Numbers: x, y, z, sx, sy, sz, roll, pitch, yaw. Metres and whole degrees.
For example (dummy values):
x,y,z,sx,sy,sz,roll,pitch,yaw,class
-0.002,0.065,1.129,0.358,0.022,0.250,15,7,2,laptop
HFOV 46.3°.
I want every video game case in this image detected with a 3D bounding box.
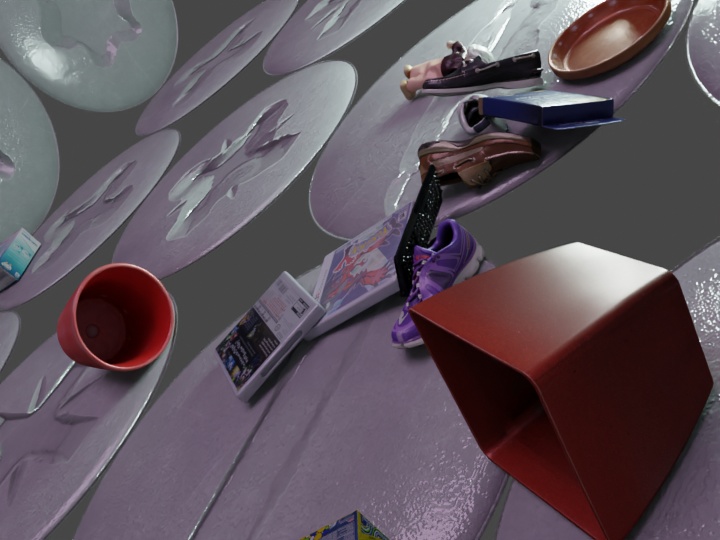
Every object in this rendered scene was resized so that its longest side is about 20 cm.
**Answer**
x,y,z,sx,sy,sz,roll,pitch,yaw,class
0.000,0.000,1.271,0.200,0.023,0.182,-31,29,34,video game case
-0.147,0.098,1.320,0.182,0.023,0.200,-48,25,-2,video game case

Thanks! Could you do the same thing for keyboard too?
x,y,z,sx,sy,sz,roll,pitch,yaw,class
0.096,-0.050,1.179,0.040,0.104,0.200,6,49,20,keyboard

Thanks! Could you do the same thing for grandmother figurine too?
x,y,z,sx,sy,sz,roll,pitch,yaw,class
0.168,-0.387,1.607,0.200,0.061,0.122,-4,73,46,grandmother figurine

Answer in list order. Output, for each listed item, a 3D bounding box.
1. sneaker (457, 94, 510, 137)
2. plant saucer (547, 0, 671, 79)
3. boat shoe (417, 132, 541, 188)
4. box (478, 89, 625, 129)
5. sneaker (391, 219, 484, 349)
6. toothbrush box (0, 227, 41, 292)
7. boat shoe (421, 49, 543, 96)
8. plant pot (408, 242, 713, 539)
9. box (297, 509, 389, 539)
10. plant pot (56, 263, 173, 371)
x,y,z,sx,sy,sz,roll,pitch,yaw,class
0.194,-0.256,1.364,0.073,0.071,0.200,-37,28,9,sneaker
0.390,-0.367,1.318,0.200,0.032,0.200,-31,30,20,plant saucer
0.175,-0.158,1.264,0.200,0.076,0.074,-2,78,39,boat shoe
0.273,-0.233,1.210,0.121,0.032,0.200,-11,21,-21,box
0.086,0.016,1.102,0.081,0.083,0.200,-8,43,46,sneaker
-1.142,-0.024,2.713,0.146,0.085,0.200,-30,31,23,toothbrush box
0.197,-0.319,1.368,0.200,0.060,0.074,-6,11,5,boat shoe
0.195,0.087,0.763,0.176,0.200,0.200,-35,26,-13,plant pot
-0.063,0.326,0.860,0.200,0.070,0.064,-31,28,19,box
-0.482,0.102,1.604,0.177,0.200,0.201,-20,34,50,plant pot
